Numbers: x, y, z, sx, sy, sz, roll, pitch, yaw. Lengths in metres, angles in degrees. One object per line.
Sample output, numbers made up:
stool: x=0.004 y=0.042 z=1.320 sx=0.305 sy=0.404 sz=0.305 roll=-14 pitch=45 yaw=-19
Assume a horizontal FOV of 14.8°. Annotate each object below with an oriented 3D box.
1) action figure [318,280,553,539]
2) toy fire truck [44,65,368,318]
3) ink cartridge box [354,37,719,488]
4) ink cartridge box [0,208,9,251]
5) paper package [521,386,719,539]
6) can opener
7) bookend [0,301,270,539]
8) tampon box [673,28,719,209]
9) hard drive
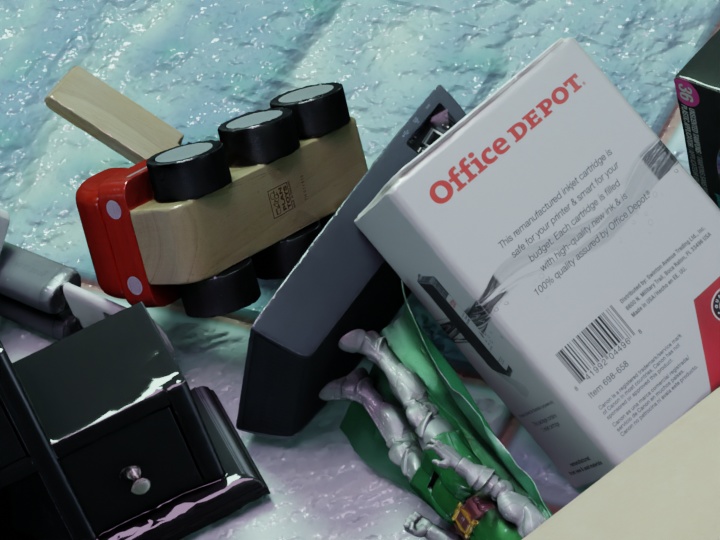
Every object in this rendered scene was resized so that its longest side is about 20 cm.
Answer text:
action figure: x=0.053 y=0.115 z=1.508 sx=0.055 sy=0.118 sz=0.200 roll=-19 pitch=53 yaw=-34
toy fire truck: x=-0.118 y=-0.057 z=1.684 sx=0.200 sy=0.129 sz=0.176 roll=-2 pitch=19 yaw=40
ink cartridge box: x=0.117 y=-0.004 z=1.525 sx=0.144 sy=0.084 sz=0.200 roll=-40 pitch=92 yaw=-19
ink cartridge box: x=-0.330 y=-0.034 z=1.640 sx=0.144 sy=0.200 sz=0.085 roll=10 pitch=79 yaw=35
paper package: x=0.196 y=0.161 z=1.366 sx=0.191 sy=0.104 sz=0.200 roll=-35 pitch=27 yaw=-17
can opener: x=-0.196 y=0.029 z=1.684 sx=0.200 sy=0.053 sz=0.067 roll=20 pitch=57 yaw=32
bookend: x=-0.178 y=0.079 z=1.534 sx=0.200 sy=0.199 sz=0.092 roll=-26 pitch=45 yaw=-8
tampon box: x=0.298 y=-0.063 z=1.549 sx=0.200 sy=0.150 sz=0.126 roll=26 pitch=60 yaw=34
hard drive: x=0.000 y=0.000 z=1.602 sx=0.042 sy=0.135 sz=0.200 roll=31 pitch=60 yaw=11
